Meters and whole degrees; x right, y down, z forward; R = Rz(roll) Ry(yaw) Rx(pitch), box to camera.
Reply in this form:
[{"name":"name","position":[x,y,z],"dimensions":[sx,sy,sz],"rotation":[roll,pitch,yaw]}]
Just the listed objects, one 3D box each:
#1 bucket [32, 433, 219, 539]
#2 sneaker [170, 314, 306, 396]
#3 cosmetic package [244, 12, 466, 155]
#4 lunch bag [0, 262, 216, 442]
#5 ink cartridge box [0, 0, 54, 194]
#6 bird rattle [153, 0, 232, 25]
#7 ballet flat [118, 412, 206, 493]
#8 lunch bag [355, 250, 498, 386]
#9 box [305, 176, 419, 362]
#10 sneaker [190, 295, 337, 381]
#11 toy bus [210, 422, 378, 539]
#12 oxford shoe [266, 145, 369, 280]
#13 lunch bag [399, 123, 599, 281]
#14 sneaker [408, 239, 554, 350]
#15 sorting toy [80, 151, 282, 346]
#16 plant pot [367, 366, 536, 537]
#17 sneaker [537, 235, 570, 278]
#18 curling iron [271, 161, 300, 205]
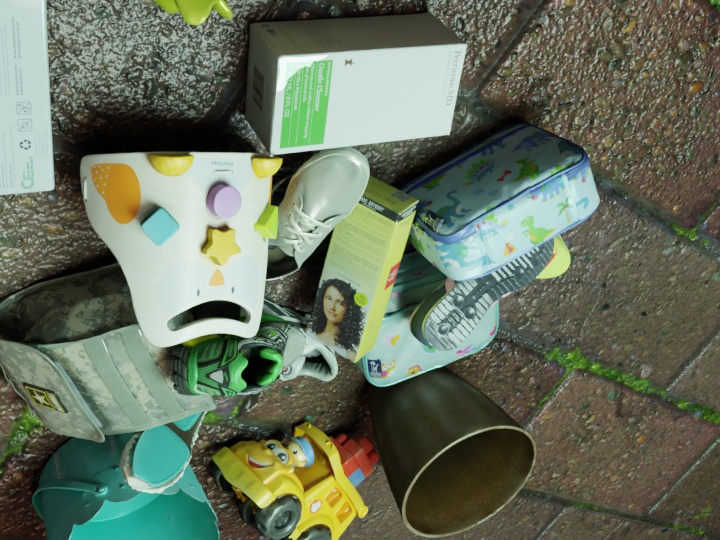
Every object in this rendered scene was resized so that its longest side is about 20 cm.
[{"name":"bucket","position":[-0.278,0.285,1.186],"dimensions":[0.207,0.135,0.207],"rotation":[-16,132,-19]},{"name":"sneaker","position":[-0.108,0.096,1.045],"dimensions":[0.200,0.085,0.078],"rotation":[-19,115,-64]},{"name":"cosmetic package","position":[-0.007,-0.188,0.998],"dimensions":[0.200,0.085,0.108],"rotation":[-10,129,-22]},{"name":"lunch bag","position":[-0.271,0.090,1.043],"dimensions":[0.200,0.118,0.164],"rotation":[-16,134,1]},{"name":"ink cartridge box","position":[-0.364,-0.148,0.847],"dimensions":[0.200,0.041,0.200],"rotation":[-9,129,-25]},{"name":"bird rattle","position":[-0.128,-0.311,0.843],"dimensions":[0.163,0.113,0.200],"rotation":[-11,118,-39]},{"name":"ballet flat","position":[-0.219,0.189,1.122],"dimensions":[0.072,0.200,0.072],"rotation":[6,117,11]},{"name":"lunch bag","position":[0.073,0.049,1.244],"dimensions":[0.200,0.077,0.160],"rotation":[-19,133,-17]},{"name":"box","position":[0.000,0.000,1.118],"dimensions":[0.050,0.075,0.200],"rotation":[-33,144,-53]},{"name":"sneaker","position":[-0.104,0.081,1.160],"dimensions":[0.200,0.089,0.074],"rotation":[16,117,-37]},{"name":"toy bus","position":[-0.070,0.270,1.315],"dimensions":[0.192,0.136,0.200],"rotation":[-41,134,-14]},{"name":"oxford shoe","position":[-0.058,-0.053,1.051],"dimensions":[0.075,0.058,0.200],"rotation":[31,129,-21]},{"name":"lunch bag","position":[0.147,-0.081,1.125],"dimensions":[0.200,0.161,0.083],"rotation":[-29,121,-7]},{"name":"sneaker","position":[0.133,0.011,1.162],"dimensions":[0.200,0.082,0.070],"rotation":[-38,105,-15]},{"name":"sorting toy","position":[-0.150,-0.021,0.964],"dimensions":[0.200,0.107,0.180],"rotation":[-5,95,-39]},{"name":"plant pot","position":[0.091,0.201,1.293],"dimensions":[0.187,0.200,0.187],"rotation":[-17,133,-19]},{"name":"sneaker","position":[0.206,-0.025,1.254],"dimensions":[0.200,0.090,0.078],"rotation":[24,109,-43]},{"name":"curling iron","position":[-0.024,-0.071,1.123],"dimensions":[0.200,0.026,0.050],"rotation":[21,121,-40]}]
